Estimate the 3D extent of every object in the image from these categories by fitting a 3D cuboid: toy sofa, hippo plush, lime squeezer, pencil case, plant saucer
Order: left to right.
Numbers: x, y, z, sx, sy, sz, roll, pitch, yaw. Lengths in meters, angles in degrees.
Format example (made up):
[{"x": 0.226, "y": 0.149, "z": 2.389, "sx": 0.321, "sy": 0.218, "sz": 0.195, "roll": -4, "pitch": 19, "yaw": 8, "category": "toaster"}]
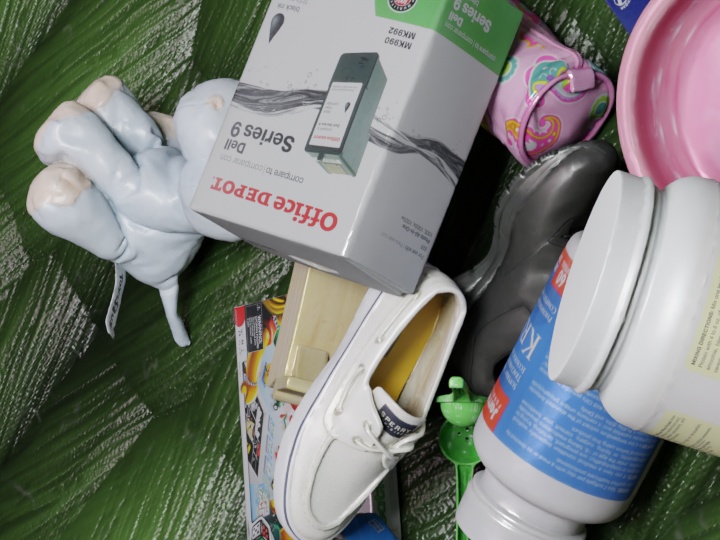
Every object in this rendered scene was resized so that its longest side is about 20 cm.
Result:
[{"x": -0.143, "y": -0.063, "z": 1.592, "sx": 0.160, "sy": 0.159, "sz": 0.202, "roll": -17, "pitch": 72, "yaw": 41, "category": "hippo plush"}, {"x": 0.000, "y": 0.000, "z": 1.482, "sx": 0.098, "sy": 0.082, "sz": 0.202, "roll": 152, "pitch": 131, "yaw": -78, "category": "toy sofa"}, {"x": 0.063, "y": 0.109, "z": 1.404, "sx": 0.037, "sy": 0.201, "sz": 0.071, "roll": 15, "pitch": 51, "yaw": 16, "category": "lime squeezer"}, {"x": 0.083, "y": -0.153, "z": 1.444, "sx": 0.200, "sy": 0.087, "sz": 0.088, "roll": 49, "pitch": 116, "yaw": 37, "category": "pencil case"}, {"x": 0.251, "y": -0.097, "z": 1.265, "sx": 0.199, "sy": 0.051, "sz": 0.203, "roll": 6, "pitch": 103, "yaw": 27, "category": "plant saucer"}]

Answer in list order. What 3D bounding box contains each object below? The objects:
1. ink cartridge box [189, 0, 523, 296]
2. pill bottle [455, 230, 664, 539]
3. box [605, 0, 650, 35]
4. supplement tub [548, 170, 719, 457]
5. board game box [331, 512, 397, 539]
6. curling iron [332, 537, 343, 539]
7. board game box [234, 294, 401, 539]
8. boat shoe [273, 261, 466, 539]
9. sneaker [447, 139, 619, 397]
[{"x": -0.003, "y": -0.102, "z": 1.382, "sx": 0.145, "sy": 0.084, "sz": 0.202, "roll": 17, "pitch": 83, "yaw": 39, "category": "ink cartridge box"}, {"x": 0.137, "y": 0.087, "z": 1.339, "sx": 0.112, "sy": 0.112, "sz": 0.201, "roll": 38, "pitch": 109, "yaw": 39, "category": "pill bottle"}, {"x": 0.239, "y": -0.150, "z": 1.333, "sx": 0.121, "sy": 0.032, "sz": 0.201, "roll": -48, "pitch": 56, "yaw": 27, "category": "box"}, {"x": 0.217, "y": 0.033, "z": 1.191, "sx": 0.145, "sy": 0.198, "sz": 0.146, "roll": -162, "pitch": 90, "yaw": -88, "category": "supplement tub"}, {"x": -0.002, "y": 0.305, "z": 1.454, "sx": 0.200, "sy": 0.056, "sz": 0.196, "roll": 51, "pitch": 118, "yaw": 23, "category": "board game box"}, {"x": 0.074, "y": 0.203, "z": 1.389, "sx": 0.198, "sy": 0.026, "sz": 0.050, "roll": 12, "pitch": 103, "yaw": 18, "category": "curling iron"}, {"x": -0.032, "y": 0.115, "z": 1.547, "sx": 0.126, "sy": 0.034, "sz": 0.202, "roll": -15, "pitch": 74, "yaw": 40, "category": "board game box"}, {"x": 0.010, "y": 0.091, "z": 1.384, "sx": 0.201, "sy": 0.071, "sz": 0.070, "roll": -61, "pitch": 30, "yaw": 1, "category": "boat shoe"}, {"x": 0.120, "y": 0.003, "z": 1.404, "sx": 0.091, "sy": 0.076, "sz": 0.201, "roll": 49, "pitch": 126, "yaw": 29, "category": "sneaker"}]
